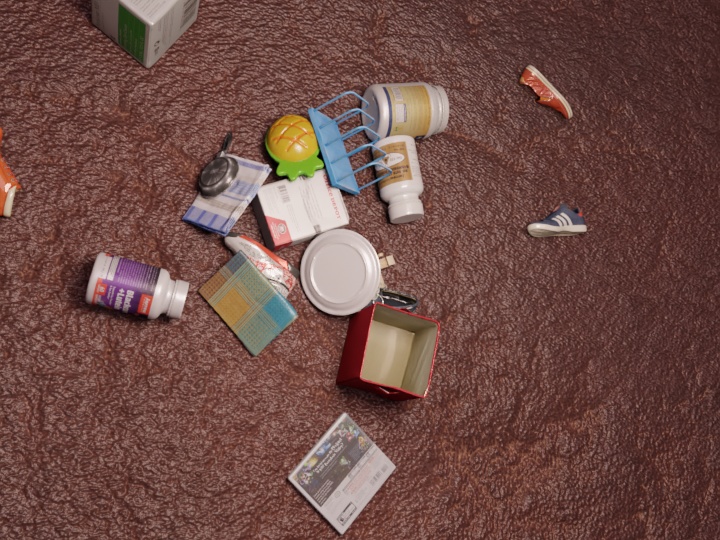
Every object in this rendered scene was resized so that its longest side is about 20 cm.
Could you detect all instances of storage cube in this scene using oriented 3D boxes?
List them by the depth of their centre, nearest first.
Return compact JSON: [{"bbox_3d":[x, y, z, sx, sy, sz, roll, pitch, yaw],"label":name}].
[{"bbox_3d":[0.062,0.194,1.622,0.168,0.180,0.203,17,72,-15],"label":"storage cube"}]

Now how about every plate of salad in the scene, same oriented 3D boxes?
[{"bbox_3d":[-0.046,0.004,1.651,0.196,0.048,0.204,1,92,14],"label":"plate of salad"}]

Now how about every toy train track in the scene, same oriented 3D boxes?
[{"bbox_3d":[0.000,0.000,1.721,0.197,0.032,0.116,-19,85,-22],"label":"toy train track"}]

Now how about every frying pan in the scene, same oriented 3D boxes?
[{"bbox_3d":[-0.316,-0.253,1.623,0.031,0.114,0.192,46,62,-49],"label":"frying pan"}]

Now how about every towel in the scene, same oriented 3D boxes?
[{"bbox_3d":[-0.254,0.074,1.580,0.146,0.022,0.201,-41,93,10],"label":"towel"},{"bbox_3d":[-0.310,-0.179,1.607,0.145,0.024,0.202,19,67,28],"label":"towel"}]

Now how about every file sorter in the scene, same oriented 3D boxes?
[{"bbox_3d":[-0.020,-0.311,1.694,0.121,0.138,0.203,-23,77,20],"label":"file sorter"}]

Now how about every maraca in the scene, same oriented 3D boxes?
[{"bbox_3d":[-0.158,-0.295,1.674,0.135,0.108,0.202,-13,56,-5],"label":"maraca"}]

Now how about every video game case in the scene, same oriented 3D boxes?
[{"bbox_3d":[-0.041,0.466,1.608,0.182,0.023,0.200,47,68,-6],"label":"video game case"}]

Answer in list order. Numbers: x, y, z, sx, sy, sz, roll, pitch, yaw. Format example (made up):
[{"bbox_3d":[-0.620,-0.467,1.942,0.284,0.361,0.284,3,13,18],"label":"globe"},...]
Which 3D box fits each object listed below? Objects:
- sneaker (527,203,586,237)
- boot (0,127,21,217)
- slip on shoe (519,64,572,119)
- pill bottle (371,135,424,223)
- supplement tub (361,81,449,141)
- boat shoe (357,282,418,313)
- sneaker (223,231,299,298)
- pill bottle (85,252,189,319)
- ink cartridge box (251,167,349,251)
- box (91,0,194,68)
[{"bbox_3d":[0.539,-0.142,1.935,0.197,0.075,0.086,-2,80,-31],"label":"sneaker"},{"bbox_3d":[-0.766,-0.211,1.469,0.106,0.075,0.204,11,83,-21],"label":"boot"},{"bbox_3d":[0.539,-0.508,2.025,0.199,0.074,0.061,39,102,-15],"label":"slip on shoe"},{"bbox_3d":[0.099,-0.229,1.765,0.112,0.114,0.204,-7,81,-21],"label":"pill bottle"},{"bbox_3d":[0.115,-0.409,1.795,0.197,0.144,0.147,-8,81,-21],"label":"supplement tub"},{"bbox_3d":[0.045,0.070,1.692,0.197,0.062,0.076,17,47,-12],"label":"boat shoe"},{"bbox_3d":[-0.245,0.002,1.612,0.200,0.067,0.109,31,67,-14],"label":"sneaker"},{"bbox_3d":[-0.475,0.040,1.493,0.197,0.111,0.113,16,73,-16],"label":"pill bottle"},{"bbox_3d":[-0.146,-0.145,1.672,0.197,0.083,0.149,-18,85,-22],"label":"ink cartridge box"},{"bbox_3d":[-0.487,-0.624,1.590,0.171,0.199,0.201,39,68,-7],"label":"box"}]
